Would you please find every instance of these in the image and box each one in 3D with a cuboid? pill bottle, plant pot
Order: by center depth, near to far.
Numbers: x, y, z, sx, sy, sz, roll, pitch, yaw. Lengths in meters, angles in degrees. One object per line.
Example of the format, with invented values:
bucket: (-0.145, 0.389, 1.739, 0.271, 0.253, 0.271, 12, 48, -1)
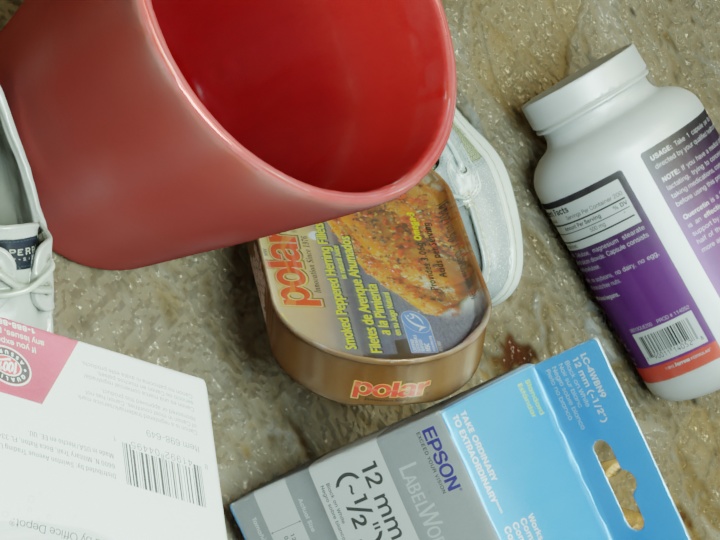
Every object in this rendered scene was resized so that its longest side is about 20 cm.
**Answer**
plant pot: (-0.083, -0.093, 1.228, 0.200, 0.177, 0.201, 21, 57, -36)
pill bottle: (0.178, -0.030, 1.501, 0.112, 0.112, 0.200, -34, 96, -47)

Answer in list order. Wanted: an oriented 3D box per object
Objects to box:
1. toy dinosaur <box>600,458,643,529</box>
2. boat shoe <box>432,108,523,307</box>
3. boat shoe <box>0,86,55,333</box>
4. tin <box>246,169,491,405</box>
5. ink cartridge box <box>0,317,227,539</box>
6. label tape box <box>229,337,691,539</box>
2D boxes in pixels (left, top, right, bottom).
toy dinosaur: (0.140, 0.162, 1.412, 0.200, 0.060, 0.106, -1, 73, -44)
boat shoe: (0.025, -0.069, 1.403, 0.065, 0.074, 0.202, -15, 78, -41)
boat shoe: (-0.174, -0.004, 1.179, 0.072, 0.066, 0.200, 1, 71, -45)
tin: (0.000, 0.000, 1.293, 0.112, 0.042, 0.200, 2, 34, -13)
ink cartridge box: (-0.127, 0.130, 1.011, 0.146, 0.085, 0.200, 20, 45, -37)
label tape box: (0.053, 0.137, 1.230, 0.066, 0.200, 0.143, -21, 86, -58)
